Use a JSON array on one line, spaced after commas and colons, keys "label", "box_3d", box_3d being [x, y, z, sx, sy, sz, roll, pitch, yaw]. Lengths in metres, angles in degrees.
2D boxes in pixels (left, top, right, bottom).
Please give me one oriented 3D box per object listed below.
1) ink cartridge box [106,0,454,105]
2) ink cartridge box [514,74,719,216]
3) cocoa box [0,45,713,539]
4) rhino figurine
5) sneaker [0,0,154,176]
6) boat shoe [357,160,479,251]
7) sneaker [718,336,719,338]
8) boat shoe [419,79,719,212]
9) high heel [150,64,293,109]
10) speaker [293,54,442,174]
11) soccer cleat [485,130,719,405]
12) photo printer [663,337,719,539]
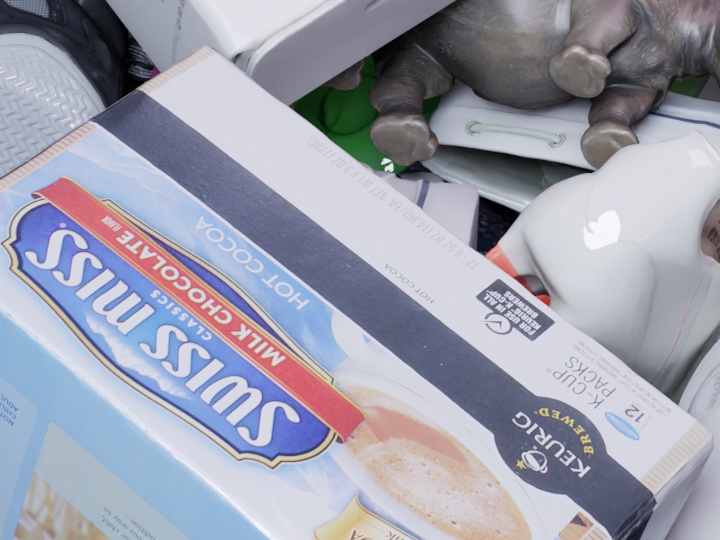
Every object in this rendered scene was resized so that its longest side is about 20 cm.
[{"label": "ink cartridge box", "box_3d": [-0.043, -0.164, 0.826, 0.144, 0.084, 0.200, -33, 78, -18]}, {"label": "ink cartridge box", "box_3d": [0.083, -0.119, 1.031, 0.087, 0.146, 0.200, -10, 48, -46]}, {"label": "cocoa box", "box_3d": [-0.028, 0.061, 0.729, 0.200, 0.134, 0.131, 38, 47, 16]}, {"label": "rhino figurine", "box_3d": [0.086, -0.079, 0.877, 0.198, 0.060, 0.088, 5, 40, 13]}, {"label": "sneaker", "box_3d": [-0.166, -0.103, 0.915, 0.199, 0.076, 0.114, 32, 34, -3]}, {"label": "boat shoe", "box_3d": [0.000, 0.000, 0.855, 0.065, 0.074, 0.200, 7, 2, -5]}, {"label": "sneaker", "box_3d": [0.176, 0.050, 0.922, 0.078, 0.079, 0.201, 34, 29, -39]}, {"label": "boat shoe", "box_3d": [0.113, -0.023, 0.915, 0.199, 0.074, 0.067, 22, 61, 26]}, {"label": "high heel", "box_3d": [-0.066, -0.070, 0.903, 0.096, 0.068, 0.201, 11, 59, 31]}, {"label": "speaker", "box_3d": [-0.035, -0.123, 1.013, 0.088, 0.089, 0.201, 2, 42, -31]}, {"label": "soccer cleat", "box_3d": [0.096, 0.004, 0.810, 0.070, 0.077, 0.200, 58, 6, 14]}, {"label": "photo printer", "box_3d": [0.156, 0.122, 0.758, 0.166, 0.069, 0.201, 31, 57, -22]}]
